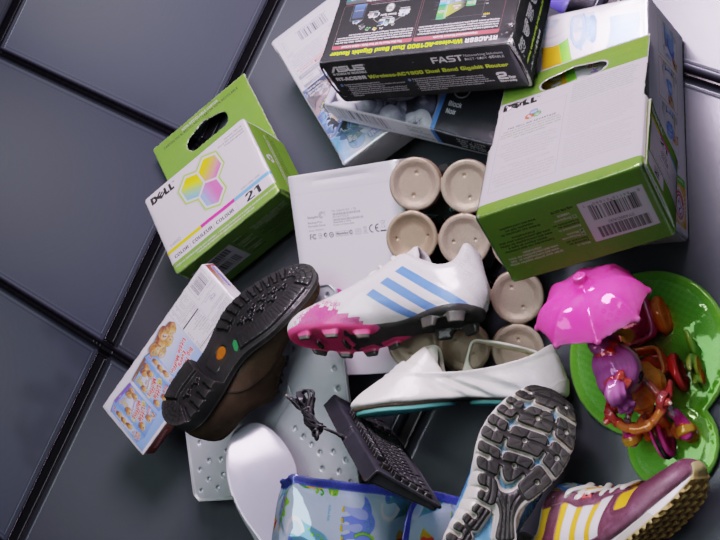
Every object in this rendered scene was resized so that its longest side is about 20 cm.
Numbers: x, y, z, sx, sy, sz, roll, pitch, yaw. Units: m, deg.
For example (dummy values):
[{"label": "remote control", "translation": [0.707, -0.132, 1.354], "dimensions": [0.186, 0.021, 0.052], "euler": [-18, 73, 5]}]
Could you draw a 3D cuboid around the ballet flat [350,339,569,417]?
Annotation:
[{"label": "ballet flat", "translation": [0.089, 0.097, 1.290], "dimensions": [0.198, 0.070, 0.070], "euler": [-4, 71, 3]}]

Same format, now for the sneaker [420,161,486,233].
[{"label": "sneaker", "translation": [0.074, -0.062, 1.388], "dimensions": [0.199, 0.075, 0.080], "euler": [-5, 85, 38]}]

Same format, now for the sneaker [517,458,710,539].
[{"label": "sneaker", "translation": [0.203, 0.204, 1.196], "dimensions": [0.200, 0.075, 0.090], "euler": [-48, 56, 27]}]

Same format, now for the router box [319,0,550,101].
[{"label": "router box", "translation": [0.074, -0.239, 1.310], "dimensions": [0.198, 0.062, 0.151], "euler": [-1, 57, 30]}]

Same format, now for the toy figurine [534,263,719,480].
[{"label": "toy figurine", "translation": [0.216, 0.075, 1.179], "dimensions": [0.149, 0.184, 0.202], "euler": [-21, 66, 25]}]

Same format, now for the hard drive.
[{"label": "hard drive", "translation": [0.000, 0.000, 1.385], "dimensions": [0.131, 0.027, 0.202], "euler": [-6, 93, 33]}]

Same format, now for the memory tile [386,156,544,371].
[{"label": "memory tile", "translation": [0.098, -0.004, 1.321], "dimensions": [0.152, 0.017, 0.202], "euler": [2, 96, 13]}]

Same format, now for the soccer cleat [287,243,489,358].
[{"label": "soccer cleat", "translation": [0.027, 0.026, 1.307], "dimensions": [0.198, 0.070, 0.087], "euler": [-10, 63, 23]}]

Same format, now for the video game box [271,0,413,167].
[{"label": "video game box", "translation": [0.031, -0.223, 1.455], "dimensions": [0.199, 0.047, 0.183], "euler": [-35, 58, 9]}]

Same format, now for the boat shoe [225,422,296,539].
[{"label": "boat shoe", "translation": [-0.079, 0.246, 1.367], "dimensions": [0.068, 0.057, 0.201], "euler": [-19, 71, -13]}]

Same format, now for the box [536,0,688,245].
[{"label": "box", "translation": [0.227, -0.128, 1.283], "dimensions": [0.112, 0.101, 0.202], "euler": [-8, 71, 29]}]

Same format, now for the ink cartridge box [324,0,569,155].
[{"label": "ink cartridge box", "translation": [0.088, -0.223, 1.379], "dimensions": [0.197, 0.043, 0.201], "euler": [16, 77, 29]}]

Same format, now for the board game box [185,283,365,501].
[{"label": "board game box", "translation": [-0.092, 0.124, 1.417], "dimensions": [0.198, 0.026, 0.202], "euler": [-8, 88, 30]}]

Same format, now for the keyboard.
[{"label": "keyboard", "translation": [-0.001, 0.148, 1.257], "dimensions": [0.021, 0.126, 0.200], "euler": [-62, 17, 6]}]

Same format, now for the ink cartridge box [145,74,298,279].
[{"label": "ink cartridge box", "translation": [-0.158, -0.106, 1.522], "dimensions": [0.147, 0.076, 0.201], "euler": [-37, 61, 17]}]

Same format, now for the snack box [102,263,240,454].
[{"label": "snack box", "translation": [-0.185, 0.091, 1.440], "dimensions": [0.072, 0.024, 0.200], "euler": [45, 112, 19]}]

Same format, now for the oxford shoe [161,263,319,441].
[{"label": "oxford shoe", "translation": [-0.102, 0.079, 1.371], "dimensions": [0.200, 0.084, 0.073], "euler": [-49, 41, 4]}]

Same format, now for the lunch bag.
[{"label": "lunch bag", "translation": [0.017, 0.278, 1.266], "dimensions": [0.198, 0.127, 0.172], "euler": [10, 79, -8]}]

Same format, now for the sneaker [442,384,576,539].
[{"label": "sneaker", "translation": [0.118, 0.190, 1.230], "dimensions": [0.078, 0.090, 0.201], "euler": [30, 76, 4]}]

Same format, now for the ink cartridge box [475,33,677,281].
[{"label": "ink cartridge box", "translation": [0.189, -0.100, 1.200], "dimensions": [0.147, 0.076, 0.201], "euler": [-17, 34, 26]}]
